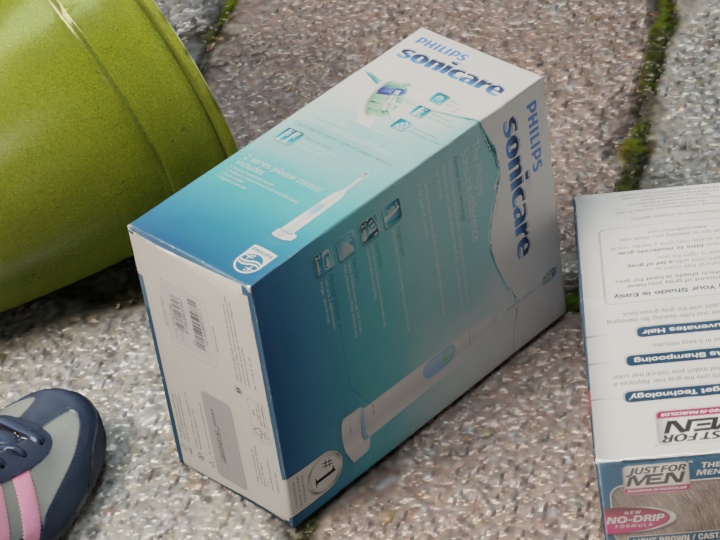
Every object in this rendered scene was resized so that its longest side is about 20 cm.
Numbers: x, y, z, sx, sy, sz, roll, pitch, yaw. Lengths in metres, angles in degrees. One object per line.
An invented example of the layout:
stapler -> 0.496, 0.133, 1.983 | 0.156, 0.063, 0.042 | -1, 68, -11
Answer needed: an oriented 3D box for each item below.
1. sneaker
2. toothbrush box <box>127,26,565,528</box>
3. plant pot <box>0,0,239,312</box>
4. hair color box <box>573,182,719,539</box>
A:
sneaker -> -0.186, 0.104, 1.207 | 0.070, 0.082, 0.200 | 13, 42, 27
toothbrush box -> 0.000, 0.000, 1.251 | 0.085, 0.147, 0.200 | 27, 51, 38
plant pot -> -0.194, -0.062, 1.360 | 0.193, 0.201, 0.200 | -36, 43, -13
hair color box -> 0.155, 0.041, 1.234 | 0.100, 0.061, 0.200 | -5, 37, 6
